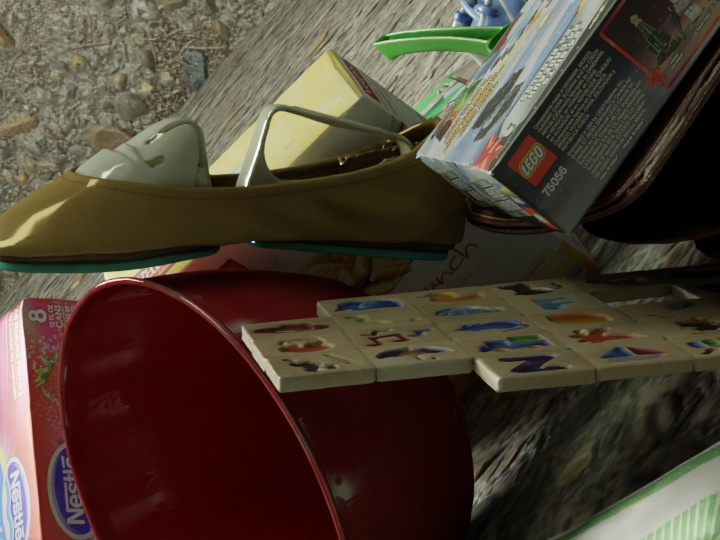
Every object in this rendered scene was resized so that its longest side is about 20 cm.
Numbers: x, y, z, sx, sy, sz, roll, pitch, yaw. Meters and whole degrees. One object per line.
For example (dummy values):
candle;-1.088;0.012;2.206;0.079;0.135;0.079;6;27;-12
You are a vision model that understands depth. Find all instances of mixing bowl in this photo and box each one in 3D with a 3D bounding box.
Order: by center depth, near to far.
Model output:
mixing bowl;-0.025;0.078;0.985;0.108;0.201;0.200;-25;-4;-34

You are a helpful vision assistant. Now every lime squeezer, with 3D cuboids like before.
lime squeezer;0.067;-0.123;0.983;0.038;0.071;0.200;-25;-16;-28

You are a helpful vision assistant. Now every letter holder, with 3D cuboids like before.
letter holder;0.135;-0.045;0.921;0.143;0.100;0.200;-53;11;-9

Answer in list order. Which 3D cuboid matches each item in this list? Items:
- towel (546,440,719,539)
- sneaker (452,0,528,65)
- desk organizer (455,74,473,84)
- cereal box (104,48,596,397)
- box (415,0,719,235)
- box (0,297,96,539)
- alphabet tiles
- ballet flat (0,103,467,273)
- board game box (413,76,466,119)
towel;0.057;0.149;0.776;0.152;0.023;0.201;-37;16;47
sneaker;0.083;-0.133;1.097;0.076;0.202;0.076;-16;16;-20
desk organizer;0.020;-0.012;1.348;0.200;0.072;0.077;-49;8;2
cereal box;0.000;0.000;1.079;0.144;0.200;0.040;-44;50;13
box;0.104;-0.108;0.880;0.201;0.040;0.137;-54;10;-1
box;-0.136;0.124;1.183;0.100;0.095;0.202;-35;56;51
alphabet tiles;0.062;0.021;0.849;0.198;0.008;0.167;-6;10;-9
ballet flat;-0.053;-0.035;0.954;0.069;0.198;0.064;-156;66;-66
board game box;-0.002;-0.015;1.207;0.200;0.029;0.135;-42;18;-3
